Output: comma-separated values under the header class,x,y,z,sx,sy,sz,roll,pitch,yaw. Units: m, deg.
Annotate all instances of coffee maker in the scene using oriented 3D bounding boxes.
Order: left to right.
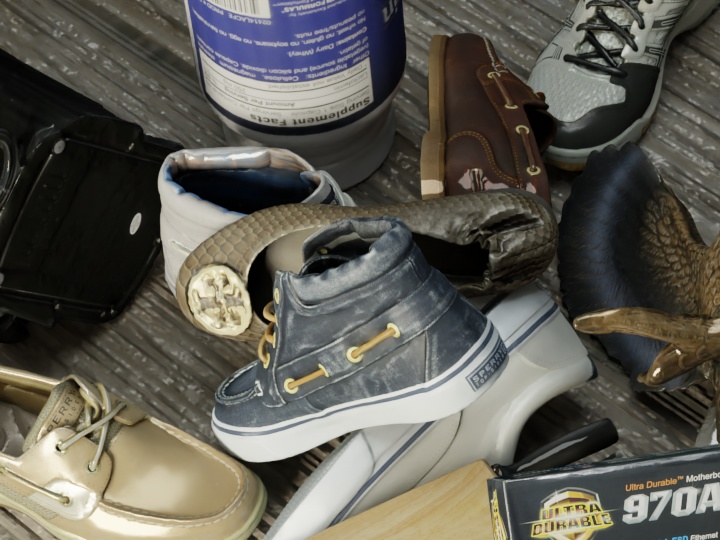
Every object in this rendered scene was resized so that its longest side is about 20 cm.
class,x,y,z,sx,sy,sz,roll,pitch,yaw
coffee maker,-0.216,-0.074,1.480,0.200,0.192,0.135,29,75,29

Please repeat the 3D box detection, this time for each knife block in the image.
class,x,y,z,sx,sy,sz,roll,pitch,yaw
knife block,0.043,0.133,1.357,0.199,0.064,0.176,11,51,16

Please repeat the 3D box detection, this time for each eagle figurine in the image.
class,x,y,z,sx,sy,sz,roll,pitch,yaw
eagle figurine,0.186,0.003,1.430,0.152,0.151,0.200,37,13,-10

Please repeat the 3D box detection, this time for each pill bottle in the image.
class,x,y,z,sx,sy,sz,roll,pitch,yaw
pill bottle,-0.035,-0.137,1.507,0.115,0.200,0.116,-3,51,3

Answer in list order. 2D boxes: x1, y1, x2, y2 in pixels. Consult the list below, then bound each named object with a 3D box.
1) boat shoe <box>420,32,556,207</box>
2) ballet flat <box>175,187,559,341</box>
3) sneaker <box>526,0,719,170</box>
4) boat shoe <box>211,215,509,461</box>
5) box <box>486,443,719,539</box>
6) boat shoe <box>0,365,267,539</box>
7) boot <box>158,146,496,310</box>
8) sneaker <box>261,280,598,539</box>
class,x,y,z,sx,sy,sz,roll,pitch,yaw
boat shoe,0.068,-0.068,1.498,0.070,0.071,0.200,-7,30,5
ballet flat,0.000,0.000,1.403,0.199,0.068,0.046,-8,24,17
sneaker,0.142,-0.145,1.567,0.075,0.088,0.200,19,56,19
boat shoe,-0.020,0.029,1.362,0.200,0.091,0.071,-17,24,49
box,0.165,0.156,1.268,0.199,0.046,0.160,-8,90,-6
boat shoe,-0.143,0.088,1.415,0.199,0.065,0.072,16,54,18
boot,-0.012,-0.006,1.460,0.199,0.096,0.074,11,52,15
sneaker,0.035,0.090,1.392,0.200,0.073,0.071,-43,90,-11
